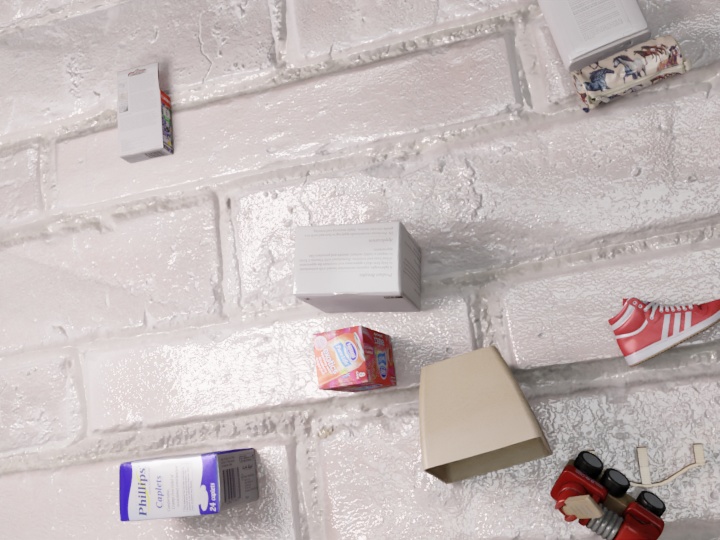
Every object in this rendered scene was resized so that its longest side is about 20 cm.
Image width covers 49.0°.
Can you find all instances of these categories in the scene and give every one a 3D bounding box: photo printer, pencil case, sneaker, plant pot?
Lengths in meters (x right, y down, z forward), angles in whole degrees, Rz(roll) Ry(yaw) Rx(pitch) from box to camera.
[{"bbox_3d":[0.434,-0.497,1.497,0.165,0.069,0.201,-21,74,11],"label":"photo printer"},{"bbox_3d":[0.495,-0.362,1.449,0.199,0.078,0.090,-20,55,11],"label":"pencil case"},{"bbox_3d":[0.528,0.072,1.364,0.199,0.071,0.113,-30,77,10],"label":"sneaker"},{"bbox_3d":[0.202,0.245,1.366,0.199,0.200,0.178,-18,65,11],"label":"plant pot"}]

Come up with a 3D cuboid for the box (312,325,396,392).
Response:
[{"bbox_3d":[-0.007,0.163,1.425,0.095,0.200,0.100,-10,77,15],"label":"box"}]

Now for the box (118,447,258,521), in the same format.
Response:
[{"bbox_3d":[-0.317,0.396,1.475,0.198,0.184,0.106,-9,79,13],"label":"box"}]

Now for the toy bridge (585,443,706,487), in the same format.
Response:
[{"bbox_3d":[0.484,0.335,1.350,0.198,0.027,0.068,-8,79,15],"label":"toy bridge"}]

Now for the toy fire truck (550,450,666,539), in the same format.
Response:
[{"bbox_3d":[0.389,0.388,1.257,0.175,0.200,0.129,33,115,18],"label":"toy fire truck"}]

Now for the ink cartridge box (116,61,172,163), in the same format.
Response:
[{"bbox_3d":[-0.472,-0.344,1.727,0.108,0.050,0.202,-9,76,14],"label":"ink cartridge box"}]

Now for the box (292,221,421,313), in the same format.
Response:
[{"bbox_3d":[0.000,0.000,1.454,0.197,0.200,0.132,-1,77,15],"label":"box"}]
